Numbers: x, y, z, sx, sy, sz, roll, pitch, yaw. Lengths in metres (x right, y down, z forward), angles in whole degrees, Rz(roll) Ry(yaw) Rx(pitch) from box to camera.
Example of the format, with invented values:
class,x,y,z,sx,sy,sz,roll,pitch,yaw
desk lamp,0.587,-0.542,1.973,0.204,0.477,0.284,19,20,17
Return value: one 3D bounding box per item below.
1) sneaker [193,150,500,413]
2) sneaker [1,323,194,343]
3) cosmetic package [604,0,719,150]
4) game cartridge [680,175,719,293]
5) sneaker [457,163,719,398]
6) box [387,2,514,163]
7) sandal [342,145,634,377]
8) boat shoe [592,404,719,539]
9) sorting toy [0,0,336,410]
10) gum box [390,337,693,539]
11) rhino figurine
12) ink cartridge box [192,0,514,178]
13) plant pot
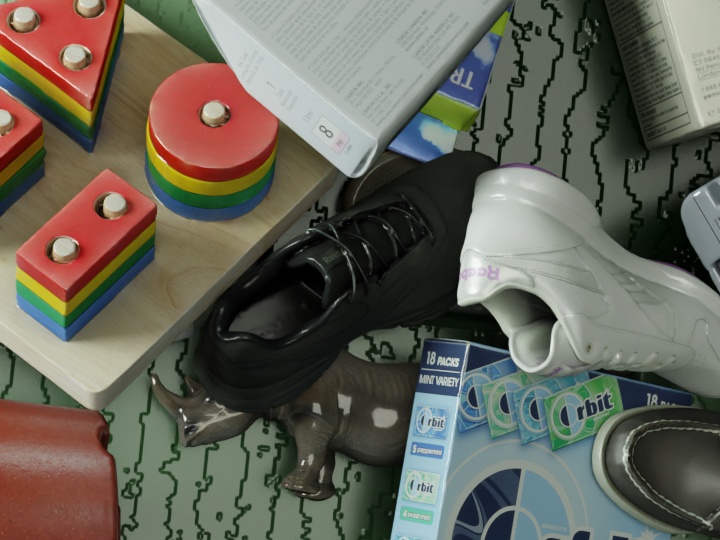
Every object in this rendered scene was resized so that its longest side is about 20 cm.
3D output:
class,x,y,z,sx,sy,sz,roll,pitch,yaw
sneaker,0.000,0.000,1.266,0.200,0.091,0.076,-38,75,-14
sneaker,-0.185,-0.011,1.295,0.198,0.071,0.100,7,90,-3
cosmetic package,0.186,-0.179,1.344,0.087,0.103,0.202,-16,90,-10
game cartridge,0.257,0.030,1.330,0.041,0.133,0.201,-31,87,27
sneaker,0.126,0.029,1.281,0.199,0.075,0.100,33,62,-25
box,0.029,-0.171,1.333,0.121,0.048,0.201,20,73,-6
sandal,0.084,-0.005,1.341,0.199,0.055,0.082,36,82,-4
boat shoe,0.221,0.120,1.318,0.200,0.060,0.072,17,80,-27
sorting toy,-0.145,-0.064,1.241,0.199,0.070,0.199,35,59,17
gum box,0.094,0.151,1.302,0.169,0.044,0.202,14,83,-35
rhino figurine,-0.019,0.082,1.319,0.198,0.060,0.088,13,79,-5
ink cartridge box,-0.028,-0.168,1.252,0.200,0.057,0.163,38,57,4
plant pot,-0.230,0.144,1.228,0.194,0.201,0.203,3,86,-15
